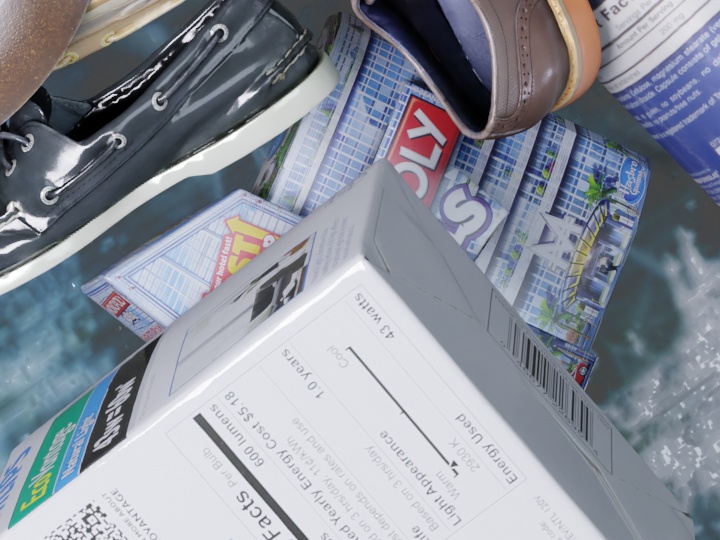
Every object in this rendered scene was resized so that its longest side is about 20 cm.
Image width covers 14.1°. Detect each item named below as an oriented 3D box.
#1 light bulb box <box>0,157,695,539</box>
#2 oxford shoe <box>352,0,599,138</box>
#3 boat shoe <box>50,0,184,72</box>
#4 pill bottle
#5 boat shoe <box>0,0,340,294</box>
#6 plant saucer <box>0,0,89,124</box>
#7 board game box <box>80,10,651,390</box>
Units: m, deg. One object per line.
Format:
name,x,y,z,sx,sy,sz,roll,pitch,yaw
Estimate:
light bulb box,-0.009,0.105,1.089,0.200,0.125,0.198,-37,102,15
oxford shoe,0.020,-0.144,1.142,0.200,0.071,0.073,56,43,-2
boat shoe,-0.143,-0.101,1.152,0.200,0.069,0.074,-20,72,5
pill bottle,0.139,-0.117,1.211,0.200,0.111,0.111,46,75,-6
boat shoe,-0.108,-0.051,1.135,0.199,0.075,0.066,-29,108,7
plant saucer,-0.199,-0.131,1.119,0.200,0.032,0.201,-3,75,10
board game box,0.000,0.000,1.186,0.200,0.062,0.200,25,78,-12
